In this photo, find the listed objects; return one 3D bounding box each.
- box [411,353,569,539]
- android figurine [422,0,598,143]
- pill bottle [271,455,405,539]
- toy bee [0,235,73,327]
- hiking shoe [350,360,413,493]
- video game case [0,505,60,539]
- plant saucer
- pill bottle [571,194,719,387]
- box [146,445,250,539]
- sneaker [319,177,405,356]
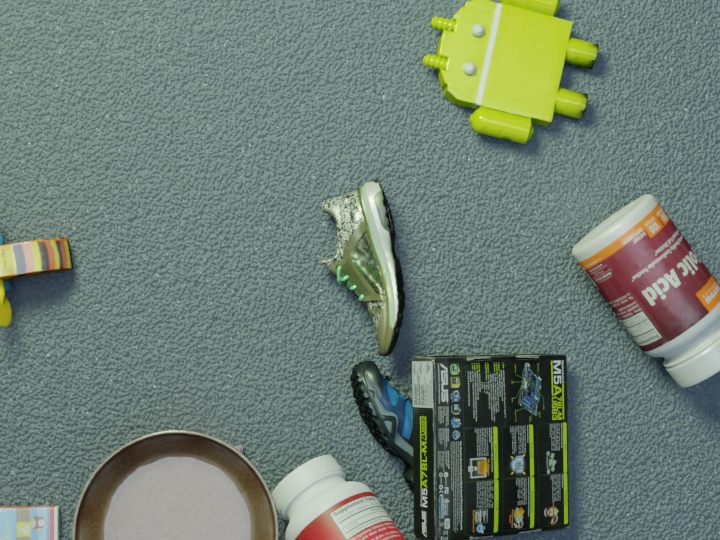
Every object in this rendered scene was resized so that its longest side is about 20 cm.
[{"bbox_3d":[0.147,0.192,1.403,0.192,0.047,0.201,1,87,-35],"label":"box"},{"bbox_3d":[0.172,-0.243,1.469,0.199,0.041,0.183,15,86,-6],"label":"android figurine"},{"bbox_3d":[-0.010,0.303,1.364,0.112,0.112,0.200,-35,64,-5],"label":"pill bottle"},{"bbox_3d":[-0.416,0.003,1.374,0.199,0.109,0.131,-30,92,-6],"label":"toy bee"},{"bbox_3d":[0.063,0.176,1.429,0.087,0.074,0.200,-35,100,-13],"label":"hiking shoe"},{"bbox_3d":[-0.434,0.334,1.400,0.199,0.017,0.144,0,87,-5],"label":"video game case"},{"bbox_3d":[-0.179,0.256,1.240,0.199,0.037,0.202,0,86,-4],"label":"plant saucer"},{"bbox_3d":[0.341,0.025,1.431,0.114,0.114,0.200,-37,90,-6],"label":"pill bottle"},{"bbox_3d":[-0.160,0.298,1.345,0.096,0.176,0.201,-7,88,-4],"label":"box"},{"bbox_3d":[0.000,0.000,1.435,0.088,0.077,0.201,-9,83,8],"label":"sneaker"}]
